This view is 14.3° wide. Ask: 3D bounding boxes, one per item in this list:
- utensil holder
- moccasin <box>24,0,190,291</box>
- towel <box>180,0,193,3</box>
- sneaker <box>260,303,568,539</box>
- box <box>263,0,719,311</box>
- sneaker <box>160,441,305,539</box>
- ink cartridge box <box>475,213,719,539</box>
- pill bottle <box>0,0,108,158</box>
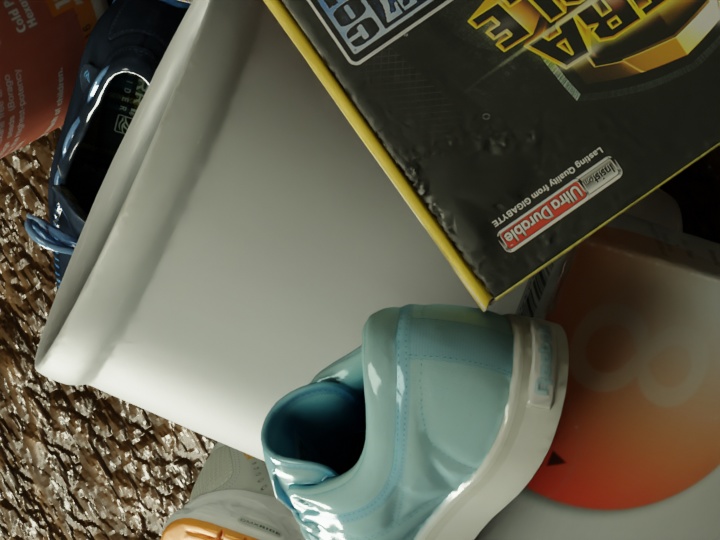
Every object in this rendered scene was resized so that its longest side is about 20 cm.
[{"bbox_3d":[0.000,0.000,1.092,0.199,0.171,0.170,24,142,-10],"label":"utensil holder"},{"bbox_3d":[-0.118,-0.040,1.313,0.080,0.068,0.201,11,131,5],"label":"moccasin"},{"bbox_3d":[-0.096,-0.192,1.199,0.199,0.023,0.144,20,101,39],"label":"towel"},{"bbox_3d":[0.000,0.067,0.977,0.081,0.074,0.200,15,140,-13],"label":"sneaker"},{"bbox_3d":[0.074,-0.110,0.899,0.160,0.200,0.049,55,-173,-8],"label":"box"},{"bbox_3d":[0.025,0.109,1.161,0.199,0.092,0.076,20,141,0],"label":"sneaker"},{"bbox_3d":[0.137,0.080,1.014,0.199,0.050,0.163,17,109,-6],"label":"ink cartridge box"},{"bbox_3d":[-0.217,-0.085,1.303,0.112,0.200,0.113,27,134,33],"label":"pill bottle"}]
